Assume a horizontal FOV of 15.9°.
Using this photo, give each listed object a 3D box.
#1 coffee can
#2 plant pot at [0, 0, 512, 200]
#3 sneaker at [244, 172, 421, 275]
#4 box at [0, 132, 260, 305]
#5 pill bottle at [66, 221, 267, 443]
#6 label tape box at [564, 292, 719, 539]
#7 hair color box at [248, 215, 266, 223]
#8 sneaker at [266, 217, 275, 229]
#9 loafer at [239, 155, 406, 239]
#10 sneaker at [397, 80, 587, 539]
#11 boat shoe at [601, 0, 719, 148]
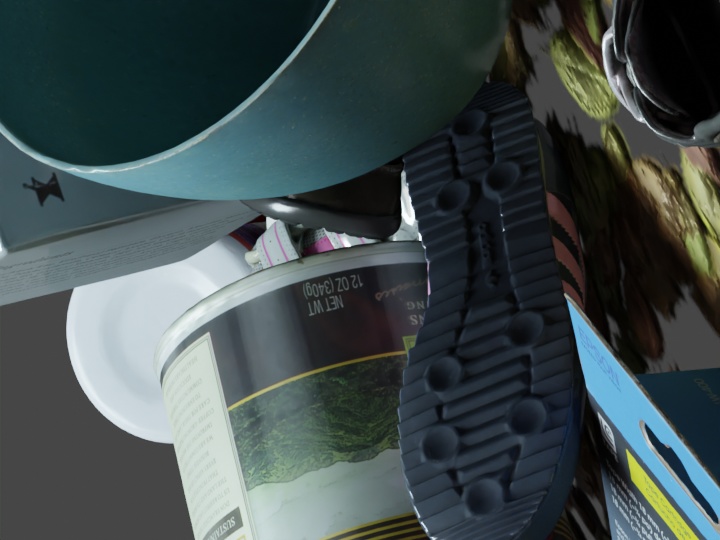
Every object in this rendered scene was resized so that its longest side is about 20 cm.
[{"bbox_3d":[0.010,0.110,0.987,0.147,0.146,0.201,93,163,-66],"label":"coffee can"},{"bbox_3d":[-0.023,-0.107,0.893,0.135,0.200,0.200,26,-158,-46],"label":"plant pot"},{"bbox_3d":[0.000,0.000,1.108,0.082,0.088,0.200,59,146,27],"label":"sneaker"},{"bbox_3d":[-0.142,-0.097,1.111,0.130,0.199,0.200,-26,82,45],"label":"box"},{"bbox_3d":[-0.070,0.025,1.354,0.112,0.111,0.200,65,-166,4],"label":"pill bottle"},{"bbox_3d":[0.137,0.108,0.841,0.144,0.063,0.201,-126,17,-47],"label":"label tape box"},{"bbox_3d":[-0.088,-0.124,1.270,0.201,0.064,0.111,63,-160,7],"label":"hair color box"},{"bbox_3d":[-0.011,-0.012,1.242,0.085,0.075,0.201,-117,14,-51],"label":"sneaker"},{"bbox_3d":[-0.017,-0.081,1.020,0.200,0.073,0.072,-103,26,-58],"label":"loafer"},{"bbox_3d":[0.058,0.028,0.921,0.082,0.070,0.201,54,-150,-45],"label":"sneaker"},{"bbox_3d":[0.092,-0.070,0.701,0.067,0.057,0.200,65,168,4],"label":"boat shoe"}]
